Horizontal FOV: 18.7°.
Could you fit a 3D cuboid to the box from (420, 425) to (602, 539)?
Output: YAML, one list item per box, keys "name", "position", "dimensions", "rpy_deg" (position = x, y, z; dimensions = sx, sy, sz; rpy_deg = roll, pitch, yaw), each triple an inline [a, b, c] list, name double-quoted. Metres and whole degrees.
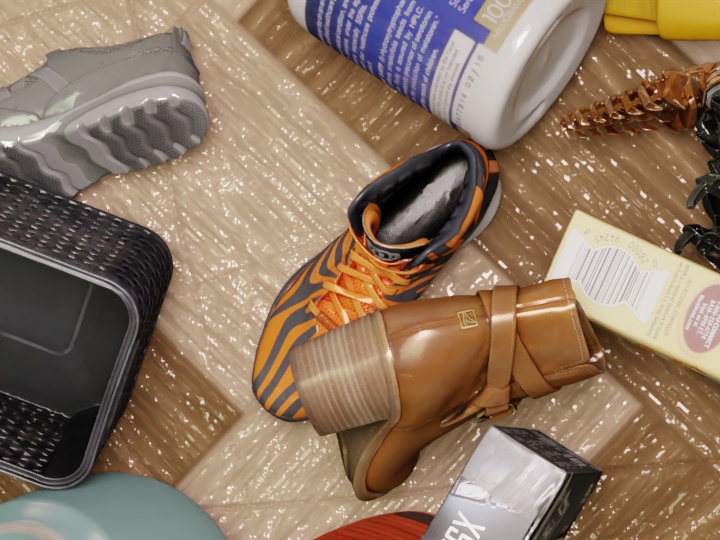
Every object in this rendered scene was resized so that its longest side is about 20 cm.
- name: "box"
  position: [0.063, 0.162, 1.179]
  dimensions: [0.050, 0.200, 0.158]
  rpy_deg: [32, 91, 12]

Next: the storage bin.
- name: "storage bin"
  position: [-0.223, 0.021, 1.249]
  dimensions: [0.200, 0.094, 0.135]
  rpy_deg: [21, 112, 1]

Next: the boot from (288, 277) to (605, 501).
- name: "boot"
  position: [0.057, 0.064, 1.186]
  dimensions: [0.155, 0.200, 0.074]
  rpy_deg: [-16, 72, 6]

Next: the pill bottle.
- name: "pill bottle"
  position: [0.028, -0.168, 1.236]
  dimensions: [0.200, 0.120, 0.120]
  rpy_deg: [34, 92, 16]

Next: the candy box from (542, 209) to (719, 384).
- name: "candy box"
  position: [0.201, 0.034, 1.208]
  dimensions: [0.200, 0.115, 0.055]
  rpy_deg: [26, 92, 8]

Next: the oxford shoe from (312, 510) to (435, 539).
- name: "oxford shoe"
  position: [-0.022, 0.207, 1.231]
  dimensions: [0.200, 0.071, 0.073]
  rpy_deg: [-36, 120, -31]

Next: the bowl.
- name: "bowl"
  position: [-0.172, 0.204, 1.229]
  dimensions: [0.201, 0.105, 0.201]
  rpy_deg: [-7, 72, 22]

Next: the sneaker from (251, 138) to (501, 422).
- name: "sneaker"
  position: [0.000, 0.000, 1.239]
  dimensions: [0.078, 0.112, 0.200]
  rpy_deg: [37, 93, 8]

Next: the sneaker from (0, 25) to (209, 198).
- name: "sneaker"
  position: [-0.181, -0.089, 1.303]
  dimensions: [0.200, 0.075, 0.082]
  rpy_deg: [-12, 49, 13]

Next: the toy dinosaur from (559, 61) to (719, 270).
- name: "toy dinosaur"
  position: [0.220, -0.073, 1.233]
  dimensions: [0.200, 0.102, 0.136]
  rpy_deg: [-9, 55, 20]

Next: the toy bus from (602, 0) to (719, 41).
- name: "toy bus"
  position: [0.230, -0.160, 1.211]
  dimensions: [0.200, 0.078, 0.065]
  rpy_deg: [3, 103, 21]
